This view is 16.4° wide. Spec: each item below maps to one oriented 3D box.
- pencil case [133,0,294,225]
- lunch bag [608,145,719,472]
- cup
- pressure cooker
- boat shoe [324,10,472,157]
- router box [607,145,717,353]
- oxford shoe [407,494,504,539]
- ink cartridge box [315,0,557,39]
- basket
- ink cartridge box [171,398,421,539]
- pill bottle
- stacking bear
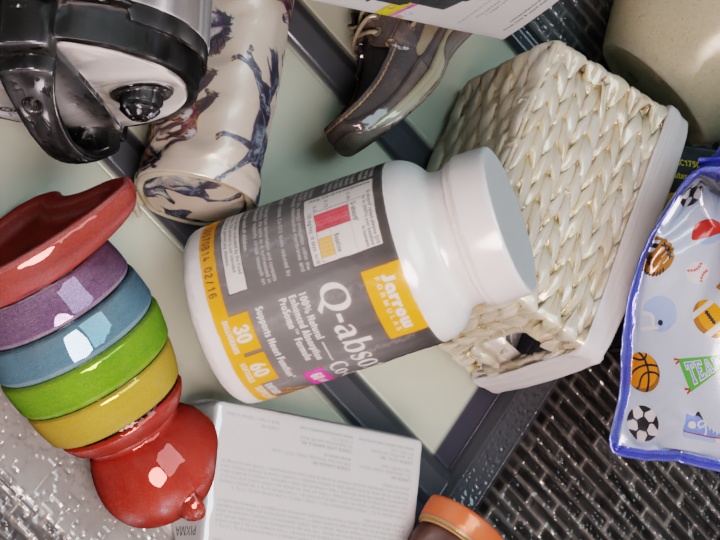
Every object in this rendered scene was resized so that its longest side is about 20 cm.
[{"bbox_3d":[-0.094,-0.128,1.586,0.078,0.089,0.201,45,50,-63],"label":"pencil case"},{"bbox_3d":[0.246,0.016,1.652,0.170,0.123,0.202,-25,120,-68],"label":"lunch bag"},{"bbox_3d":[0.258,-0.176,1.795,0.143,0.200,0.200,-44,107,-8],"label":"cup"},{"bbox_3d":[-0.172,-0.166,1.477,0.175,0.178,0.201,13,72,-36],"label":"pressure cooker"},{"bbox_3d":[0.023,-0.154,1.686,0.073,0.074,0.200,43,49,-8],"label":"boat shoe"},{"bbox_3d":[0.256,-0.011,1.822,0.199,0.051,0.150,5,77,-33],"label":"router box"},{"bbox_3d":[0.084,0.230,1.634,0.073,0.071,0.200,-54,126,-19],"label":"oxford shoe"},{"bbox_3d":[0.032,-0.243,1.617,0.199,0.083,0.147,6,59,-43],"label":"ink cartridge box"},{"bbox_3d":[0.114,-0.039,1.681,0.123,0.135,0.201,34,63,-20],"label":"basket"},{"bbox_3d":[-0.045,0.192,1.576,0.159,0.047,0.201,14,78,-33],"label":"ink cartridge box"},{"bbox_3d":[0.000,0.000,1.538,0.116,0.199,0.117,-19,90,-76],"label":"pill bottle"},{"bbox_3d":[-0.153,0.062,1.489,0.114,0.121,0.201,-42,112,-36],"label":"stacking bear"}]
